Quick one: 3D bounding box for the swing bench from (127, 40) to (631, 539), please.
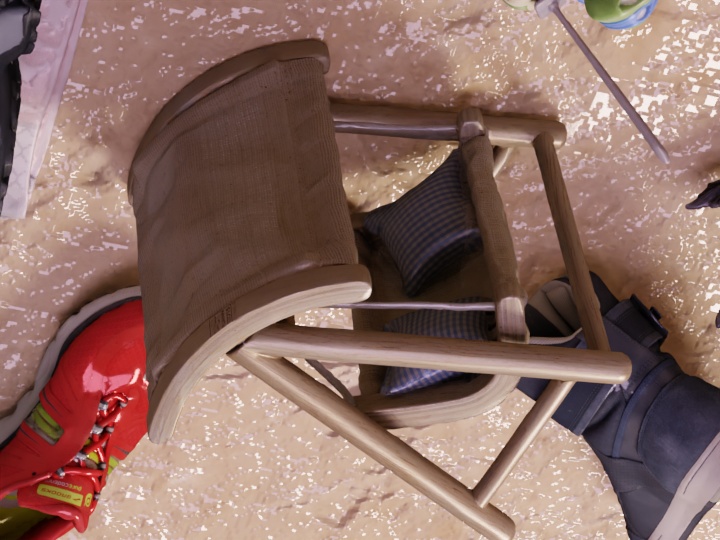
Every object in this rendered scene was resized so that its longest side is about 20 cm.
[{"bbox_3d":[0.000,0.000,1.434,0.199,0.199,0.130,19,122,-22],"label":"swing bench"}]

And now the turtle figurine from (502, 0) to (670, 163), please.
[{"bbox_3d":[0.101,-0.185,1.332,0.144,0.200,0.194,-42,114,5],"label":"turtle figurine"}]

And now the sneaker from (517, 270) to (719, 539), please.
[{"bbox_3d":[0.136,0.076,1.592,0.146,0.077,0.202,37,162,9],"label":"sneaker"}]

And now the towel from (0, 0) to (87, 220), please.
[{"bbox_3d":[-0.234,-0.113,1.421,0.199,0.032,0.192,7,126,-14],"label":"towel"}]

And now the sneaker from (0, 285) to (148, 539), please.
[{"bbox_3d":[-0.144,0.093,1.556,0.077,0.085,0.200,27,119,-26],"label":"sneaker"}]

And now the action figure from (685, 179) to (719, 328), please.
[{"bbox_3d":[0.238,0.010,1.537,0.118,0.102,0.200,-16,131,6],"label":"action figure"}]

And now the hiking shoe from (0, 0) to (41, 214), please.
[{"bbox_3d":[-0.200,-0.083,1.393,0.086,0.074,0.201,10,116,-9],"label":"hiking shoe"}]
